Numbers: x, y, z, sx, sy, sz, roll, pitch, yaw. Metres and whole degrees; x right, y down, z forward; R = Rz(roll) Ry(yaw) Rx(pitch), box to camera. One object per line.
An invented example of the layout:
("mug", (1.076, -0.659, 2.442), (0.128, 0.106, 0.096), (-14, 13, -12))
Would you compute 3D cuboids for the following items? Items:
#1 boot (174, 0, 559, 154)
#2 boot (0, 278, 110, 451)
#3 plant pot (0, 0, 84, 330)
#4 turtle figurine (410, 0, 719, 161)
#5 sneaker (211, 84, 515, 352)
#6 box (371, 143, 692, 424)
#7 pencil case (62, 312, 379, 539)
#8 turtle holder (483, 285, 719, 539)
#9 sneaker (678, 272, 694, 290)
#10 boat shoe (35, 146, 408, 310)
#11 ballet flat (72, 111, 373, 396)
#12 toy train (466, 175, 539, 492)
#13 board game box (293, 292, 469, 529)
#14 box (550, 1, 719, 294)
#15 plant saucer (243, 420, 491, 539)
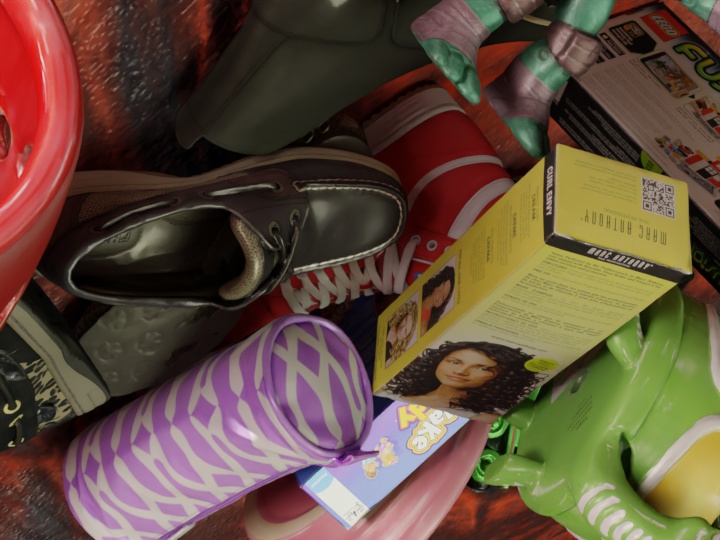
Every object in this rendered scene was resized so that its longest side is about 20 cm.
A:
("boot", (0.013, -0.110, 0.933), (0.199, 0.078, 0.139), (6, 134, -41))
("boot", (-0.209, 0.053, 0.872), (0.153, 0.074, 0.204), (-36, 153, -4))
("plant pot", (-0.208, -0.017, 0.619), (0.200, 0.201, 0.183), (-18, 154, -40))
("turtle figurine", (0.122, -0.145, 0.845), (0.200, 0.101, 0.150), (-43, 120, 14))
("sneaker", (0.000, 0.000, 1.029), (0.200, 0.113, 0.071), (-40, 154, -2))
("box", (0.078, 0.013, 0.942), (0.075, 0.050, 0.200), (14, 150, -18))
("pencil case", (-0.079, 0.094, 1.031), (0.084, 0.086, 0.200), (-5, 160, -44))
("turtle holder", (0.154, 0.083, 0.985), (0.141, 0.131, 0.185), (-58, -170, -2))
("sneaker", (0.190, -0.024, 1.294), (0.071, 0.083, 0.200), (-37, 155, -8))
("boat shoe", (-0.062, -0.014, 0.918), (0.199, 0.065, 0.072), (-3, 123, -27))
("ballet flat", (-0.076, -0.011, 0.991), (0.200, 0.046, 0.067), (-43, 133, 11))
("toy train", (0.099, 0.042, 1.208), (0.056, 0.042, 0.202), (4, 99, -19))
("board game box", (0.033, 0.036, 1.110), (0.200, 0.135, 0.045), (-43, 121, 5))
("box", (0.195, -0.066, 1.094), (0.110, 0.200, 0.035), (-21, 149, -35))
("plant saucer", (-0.004, 0.116, 1.179), (0.051, 0.201, 0.201), (40, 101, -20))
